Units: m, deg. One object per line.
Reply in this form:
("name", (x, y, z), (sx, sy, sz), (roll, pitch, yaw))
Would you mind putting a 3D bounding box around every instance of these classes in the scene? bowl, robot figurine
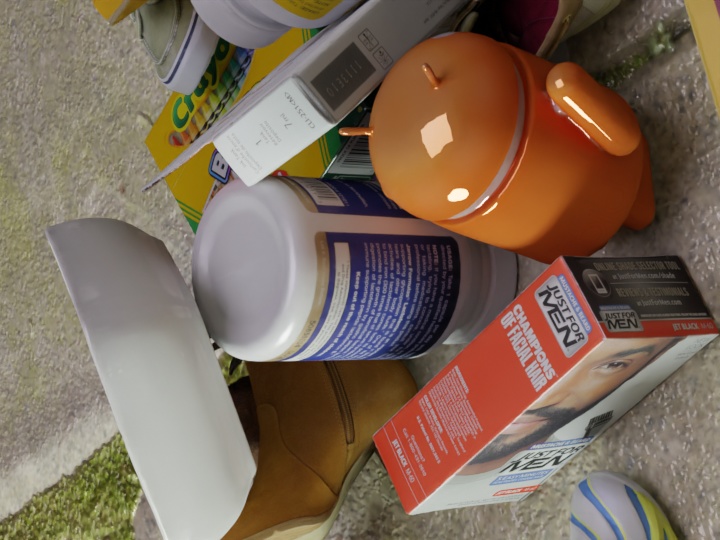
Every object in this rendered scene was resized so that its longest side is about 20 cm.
("bowl", (-0.131, 0.065, 1.320), (0.200, 0.074, 0.201), (-128, 17, -64))
("robot figurine", (0.089, -0.073, 1.219), (0.144, 0.199, 0.117), (30, 100, 54))

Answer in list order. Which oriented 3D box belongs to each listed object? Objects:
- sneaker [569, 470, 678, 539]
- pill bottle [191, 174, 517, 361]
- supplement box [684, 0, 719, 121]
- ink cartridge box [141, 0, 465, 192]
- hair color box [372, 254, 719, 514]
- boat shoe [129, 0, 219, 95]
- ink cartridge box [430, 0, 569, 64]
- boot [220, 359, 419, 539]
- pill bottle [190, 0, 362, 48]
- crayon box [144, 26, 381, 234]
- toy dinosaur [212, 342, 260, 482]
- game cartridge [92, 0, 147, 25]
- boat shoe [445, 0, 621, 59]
("sneaker", (0.150, 0.217, 1.222), (0.076, 0.105, 0.201), (-35, 65, 42))
("pill bottle", (0.000, 0.000, 1.321), (0.115, 0.199, 0.117), (-2, 87, 49))
("supplement box", (0.283, -0.108, 1.037), (0.199, 0.103, 0.132), (-20, 73, 25))
("ink cartridge box", (-0.029, -0.118, 1.302), (0.044, 0.200, 0.173), (49, 137, -7))
("hair color box", (0.111, 0.072, 1.263), (0.200, 0.110, 0.064), (-48, 57, 37))
("boat shoe", (-0.147, -0.196, 1.531), (0.072, 0.062, 0.200), (-58, 24, 24))
("ink cartridge box", (0.076, -0.233, 1.370), (0.159, 0.047, 0.202), (-1, 105, 47))
("boot", (-0.053, 0.114, 1.397), (0.145, 0.200, 0.071), (59, 161, 20))
("pill bottle", (-0.022, -0.220, 1.276), (0.200, 0.111, 0.112), (-33, 66, 42))
("crayon box", (-0.063, -0.104, 1.496), (0.200, 0.058, 0.173), (-54, 53, 32))
("toy dinosaur", (-0.084, 0.106, 1.453), (0.085, 0.201, 0.136), (-2, 129, 24))
("game cartridge", (-0.094, -0.258, 1.414), (0.032, 0.176, 0.200), (50, 156, -2))
("boat shoe", (0.086, -0.148, 1.307), (0.074, 0.066, 0.200), (56, 138, 10))
